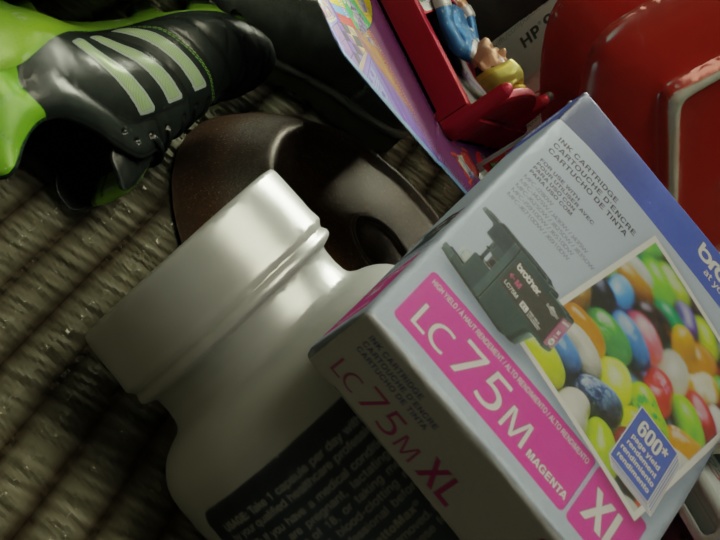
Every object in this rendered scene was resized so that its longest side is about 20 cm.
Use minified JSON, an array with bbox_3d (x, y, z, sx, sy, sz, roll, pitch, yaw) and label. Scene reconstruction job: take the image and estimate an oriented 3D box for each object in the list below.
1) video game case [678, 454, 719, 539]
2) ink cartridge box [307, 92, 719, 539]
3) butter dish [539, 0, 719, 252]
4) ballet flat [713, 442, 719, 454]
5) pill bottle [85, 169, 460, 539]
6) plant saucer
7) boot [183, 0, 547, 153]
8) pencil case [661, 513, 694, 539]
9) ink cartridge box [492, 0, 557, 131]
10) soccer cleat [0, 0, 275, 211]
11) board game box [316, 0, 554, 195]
[{"bbox_3d":[0.198,0.121,0.733,0.199,0.023,0.183,33,21,-36],"label":"video game case"},{"bbox_3d":[0.078,0.018,0.556,0.120,0.042,0.200,50,41,-3],"label":"ink cartridge box"},{"bbox_3d":[0.156,-0.100,0.795,0.148,0.199,0.201,46,-23,40],"label":"butter dish"},{"bbox_3d":[0.117,0.038,0.663,0.072,0.197,0.073,177,-90,-88],"label":"ballet flat"},{"bbox_3d":[0.001,0.069,0.570,0.200,0.119,0.120,49,28,-4],"label":"pill bottle"},{"bbox_3d":[0.000,0.000,0.744,0.200,0.037,0.202,36,32,-26],"label":"plant saucer"},{"bbox_3d":[0.029,-0.167,0.808,0.181,0.200,0.073,27,36,-37],"label":"boot"},{"bbox_3d":[0.131,0.145,0.713,0.199,0.086,0.083,28,28,-42],"label":"pencil case"},{"bbox_3d":[0.110,-0.115,0.943,0.199,0.116,0.068,14,43,-48],"label":"ink cartridge box"},{"bbox_3d":[-0.099,-0.068,0.657,0.199,0.067,0.082,-11,80,-56],"label":"soccer cleat"},{"bbox_3d":[0.047,-0.100,0.721,0.200,0.039,0.159,47,25,-29],"label":"board game box"}]
